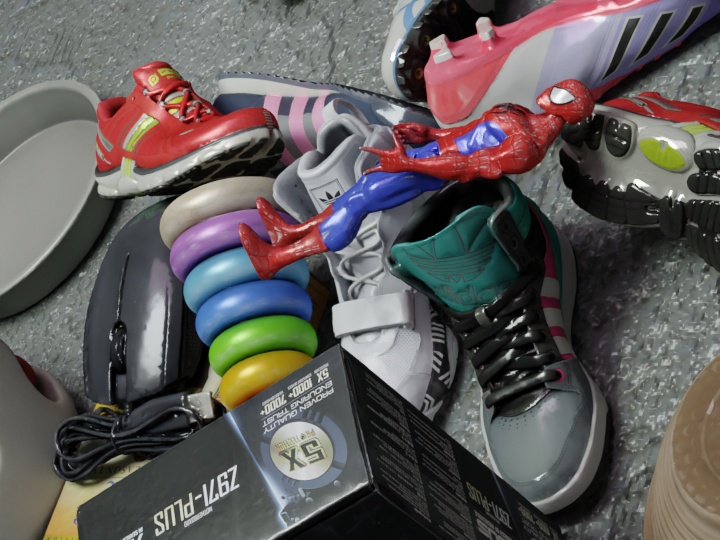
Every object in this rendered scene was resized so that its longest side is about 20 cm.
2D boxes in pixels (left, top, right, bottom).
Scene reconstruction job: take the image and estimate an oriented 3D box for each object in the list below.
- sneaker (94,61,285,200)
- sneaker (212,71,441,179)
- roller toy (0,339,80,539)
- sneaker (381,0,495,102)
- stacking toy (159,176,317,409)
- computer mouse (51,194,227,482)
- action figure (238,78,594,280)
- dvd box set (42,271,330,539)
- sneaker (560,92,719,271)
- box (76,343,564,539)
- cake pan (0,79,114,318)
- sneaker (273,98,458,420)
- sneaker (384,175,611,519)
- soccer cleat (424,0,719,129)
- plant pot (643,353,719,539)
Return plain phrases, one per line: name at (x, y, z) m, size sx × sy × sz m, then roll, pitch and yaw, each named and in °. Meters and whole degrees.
sneaker at (-0.120, -0.091, 1.295) m, size 0.200 × 0.077 × 0.085 m, roll -5°, pitch 94°, yaw 56°
sneaker at (-0.020, -0.076, 1.298) m, size 0.200 × 0.070 × 0.082 m, roll 12°, pitch 89°, yaw 46°
roller toy at (-0.283, 0.115, 1.304) m, size 0.182 × 0.140 × 0.200 m, roll -26°, pitch 43°, yaw 30°
sneaker at (0.050, -0.175, 1.281) m, size 0.072 × 0.072 × 0.200 m, roll 0°, pitch 45°, yaw 28°
stacking toy at (-0.058, 0.051, 1.180) m, size 0.085 × 0.085 × 0.201 m, roll -24°, pitch 66°, yaw 26°
computer mouse at (-0.130, 0.026, 1.264) m, size 0.138 × 0.053 × 0.200 m, roll -16°, pitch 48°, yaw 35°
action figure at (0.031, -0.054, 1.078) m, size 0.200 × 0.052 × 0.065 m, roll -20°, pitch 12°, yaw 19°
dvd box set at (-0.109, 0.094, 1.255) m, size 0.146 × 0.029 × 0.200 m, roll -4°, pitch 56°, yaw 40°
sneaker at (0.197, -0.051, 1.052) m, size 0.085 × 0.077 × 0.200 m, roll -27°, pitch 41°, yaw -36°
box at (-0.010, 0.151, 0.985) m, size 0.164 × 0.200 × 0.086 m, roll -32°, pitch 43°, yaw 18°
cake pan at (-0.250, -0.047, 1.492) m, size 0.200 × 0.037 × 0.201 m, roll -24°, pitch 46°, yaw 27°
sneaker at (0.000, 0.000, 1.165) m, size 0.075 × 0.115 × 0.200 m, roll -15°, pitch 50°, yaw 34°
sneaker at (0.071, 0.023, 1.077) m, size 0.083 × 0.121 × 0.200 m, roll -28°, pitch 44°, yaw 23°
soccer cleat at (0.134, -0.129, 1.198) m, size 0.199 × 0.077 × 0.067 m, roll -20°, pitch 24°, yaw 7°
plant pot at (0.204, 0.090, 0.926) m, size 0.200 × 0.093 × 0.201 m, roll -25°, pitch 46°, yaw 28°
